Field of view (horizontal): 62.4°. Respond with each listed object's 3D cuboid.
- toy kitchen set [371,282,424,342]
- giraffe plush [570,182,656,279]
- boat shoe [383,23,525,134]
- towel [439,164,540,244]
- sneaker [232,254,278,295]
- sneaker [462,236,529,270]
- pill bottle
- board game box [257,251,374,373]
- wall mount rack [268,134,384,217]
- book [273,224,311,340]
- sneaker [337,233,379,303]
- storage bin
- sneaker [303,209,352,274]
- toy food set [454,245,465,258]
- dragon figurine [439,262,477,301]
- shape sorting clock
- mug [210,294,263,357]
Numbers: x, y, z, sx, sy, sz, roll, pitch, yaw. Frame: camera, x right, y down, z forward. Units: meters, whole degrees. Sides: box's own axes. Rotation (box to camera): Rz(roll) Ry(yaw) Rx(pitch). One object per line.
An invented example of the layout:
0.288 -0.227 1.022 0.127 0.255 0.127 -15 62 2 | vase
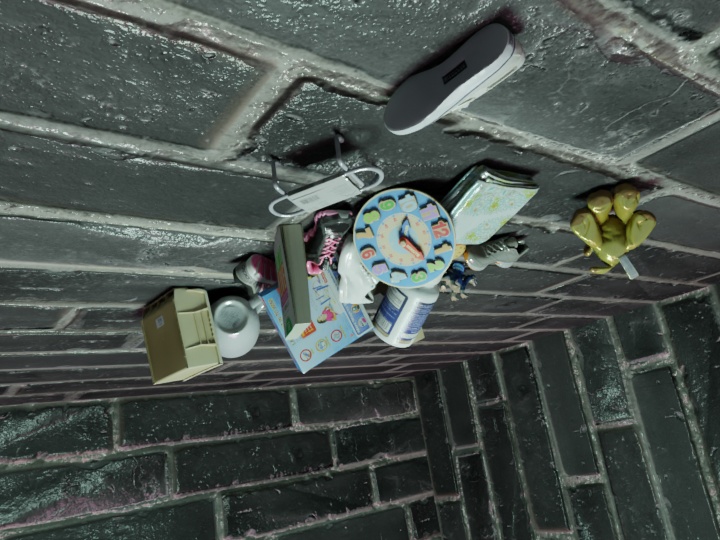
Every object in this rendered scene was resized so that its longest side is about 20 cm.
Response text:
0.036 0.087 1.510 0.178 0.203 0.163 -22 -158 -11 | toy kitchen set
0.554 -0.092 1.334 0.170 0.203 0.162 -17 -169 12 | giraffe plush
0.119 -0.232 0.763 0.199 0.072 0.069 -31 151 35 | boat shoe
0.228 -0.117 1.148 0.169 0.049 0.200 3 144 -35 | towel
-0.221 0.022 1.371 0.086 0.075 0.200 -17 157 21 | sneaker
0.332 -0.054 1.458 0.198 0.077 0.092 -6 157 -40 | sneaker
0.111 0.065 1.352 0.110 0.111 0.202 3 124 -37 | pill bottle
-0.098 0.090 1.333 0.194 0.202 0.056 -30 -166 -16 | board game box
-0.047 -0.141 0.956 0.197 0.076 0.173 -16 158 21 | wall mount rack
-0.140 0.026 1.206 0.047 0.203 0.134 -4 162 -19 | book
0.000 0.000 1.237 0.087 0.076 0.201 11 144 8 | sneaker
-0.451 0.164 1.481 0.093 0.202 0.199 -4 165 -45 | storage bin
-0.066 -0.052 1.182 0.078 0.097 0.200 1 159 -26 | sneaker
0.186 -0.073 1.332 0.196 0.049 0.199 3 159 -36 | toy food set
0.254 0.016 1.633 0.058 0.101 0.199 -20 141 36 | dragon figurine
0.081 -0.057 1.122 0.197 0.202 0.039 -15 -161 16 | shape sorting clock
-0.315 0.124 1.550 0.199 0.148 0.175 -39 174 -20 | mug
